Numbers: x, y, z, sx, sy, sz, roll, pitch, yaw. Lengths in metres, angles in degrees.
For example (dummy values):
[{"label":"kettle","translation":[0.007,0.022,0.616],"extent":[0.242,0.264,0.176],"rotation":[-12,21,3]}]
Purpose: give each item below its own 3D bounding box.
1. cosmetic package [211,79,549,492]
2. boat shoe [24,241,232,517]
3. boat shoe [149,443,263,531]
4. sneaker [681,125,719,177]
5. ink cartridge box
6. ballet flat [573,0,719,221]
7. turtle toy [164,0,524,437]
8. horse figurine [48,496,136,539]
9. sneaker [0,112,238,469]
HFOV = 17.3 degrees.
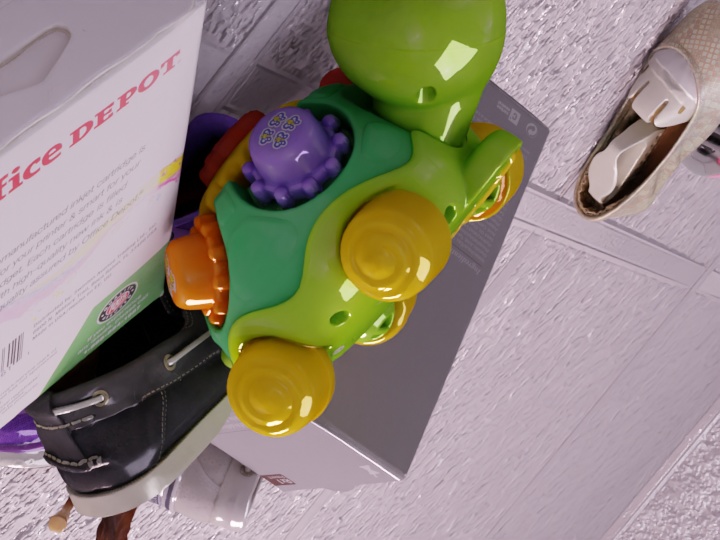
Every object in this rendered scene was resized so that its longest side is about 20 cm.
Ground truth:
[{"label":"cosmetic package","translation":[0.000,0.000,1.119],"extent":[0.107,0.090,0.200],"rotation":[-15,-138,53]},{"label":"boat shoe","translation":[-0.068,0.016,1.007],"extent":[0.072,0.068,0.200],"rotation":[-9,-150,46]},{"label":"boat shoe","translation":[-0.035,0.057,1.199],"extent":[0.200,0.070,0.071],"rotation":[-53,165,-45]},{"label":"sneaker","translation":[0.319,-0.156,1.815],"extent":[0.200,0.079,0.095],"rotation":[-52,175,15]},{"label":"ink cartridge box","translation":[-0.140,-0.028,0.863],"extent":[0.145,0.087,0.200],"rotation":[-41,164,-29]},{"label":"ballet flat","translation":[0.206,-0.102,1.643],"extent":[0.062,0.067,0.200],"rotation":[-22,150,-38]},{"label":"turtle toy","translation":[-0.003,-0.036,0.924],"extent":[0.200,0.101,0.146],"rotation":[-51,177,25]},{"label":"horse figurine","translation":[-0.103,0.063,1.210],"extent":[0.133,0.050,0.200],"rotation":[-56,170,-64]},{"label":"sneaker","translation":[-0.116,0.002,1.054],"extent":[0.200,0.081,0.083],"rotation":[-51,153,-28]}]
